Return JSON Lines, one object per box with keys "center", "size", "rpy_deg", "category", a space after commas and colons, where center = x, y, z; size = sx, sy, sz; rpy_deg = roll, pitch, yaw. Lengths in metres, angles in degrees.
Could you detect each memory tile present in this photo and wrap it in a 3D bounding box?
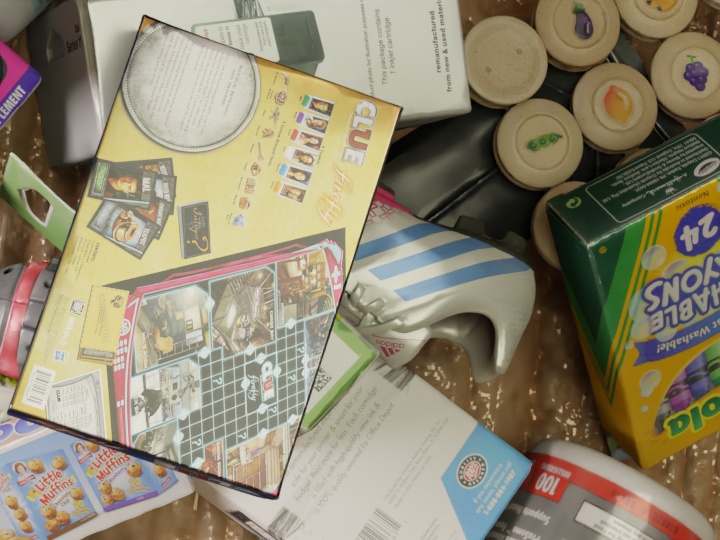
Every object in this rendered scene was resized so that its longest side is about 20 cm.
{"center": [0.162, -0.098, 1.472], "size": [0.200, 0.017, 0.153], "rpy_deg": [-24, 89, -15], "category": "memory tile"}

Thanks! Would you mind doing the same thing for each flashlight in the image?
{"center": [-0.225, 0.010, 1.327], "size": [0.200, 0.068, 0.068], "rpy_deg": [14, 116, 8], "category": "flashlight"}

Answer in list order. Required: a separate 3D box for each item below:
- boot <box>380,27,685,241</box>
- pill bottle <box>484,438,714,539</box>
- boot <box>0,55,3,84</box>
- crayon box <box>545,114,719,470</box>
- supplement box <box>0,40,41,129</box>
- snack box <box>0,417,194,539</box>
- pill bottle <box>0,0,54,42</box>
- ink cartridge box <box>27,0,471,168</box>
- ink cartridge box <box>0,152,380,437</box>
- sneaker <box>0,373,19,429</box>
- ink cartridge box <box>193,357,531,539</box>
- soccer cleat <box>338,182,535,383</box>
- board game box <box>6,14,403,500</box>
{"center": [0.095, -0.025, 1.483], "size": [0.200, 0.066, 0.165], "rpy_deg": [-35, 91, -19], "category": "boot"}
{"center": [0.101, 0.203, 1.453], "size": [0.116, 0.116, 0.200], "rpy_deg": [32, 78, -15], "category": "pill bottle"}
{"center": [-0.233, -0.159, 1.260], "size": [0.073, 0.090, 0.200], "rpy_deg": [-37, 99, -18], "category": "boot"}
{"center": [0.185, 0.022, 1.463], "size": [0.126, 0.052, 0.200], "rpy_deg": [-27, 130, -11], "category": "crayon box"}
{"center": [-0.275, -0.119, 1.345], "size": [0.200, 0.103, 0.101], "rpy_deg": [40, 76, -12], "category": "supplement box"}
{"center": [-0.190, 0.119, 1.360], "size": [0.200, 0.024, 0.072], "rpy_deg": [-22, 121, 2], "category": "snack box"}
{"center": [-0.154, -0.219, 1.383], "size": [0.200, 0.111, 0.111], "rpy_deg": [-44, 102, -15], "category": "pill bottle"}
{"center": [-0.061, -0.106, 1.393], "size": [0.200, 0.147, 0.083], "rpy_deg": [-7, 91, -17], "category": "ink cartridge box"}
{"center": [-0.088, 0.000, 1.343], "size": [0.200, 0.104, 0.059], "rpy_deg": [43, 77, -2], "category": "ink cartridge box"}
{"center": [-0.218, 0.081, 1.375], "size": [0.200, 0.078, 0.080], "rpy_deg": [18, 95, -15], "category": "sneaker"}
{"center": [-0.024, 0.093, 1.434], "size": [0.200, 0.067, 0.116], "rpy_deg": [38, 77, -7], "category": "ink cartridge box"}
{"center": [0.000, 0.000, 1.391], "size": [0.200, 0.070, 0.086], "rpy_deg": [18, 69, -16], "category": "soccer cleat"}
{"center": [-0.074, -0.005, 1.274], "size": [0.135, 0.035, 0.200], "rpy_deg": [19, 80, -6], "category": "board game box"}
